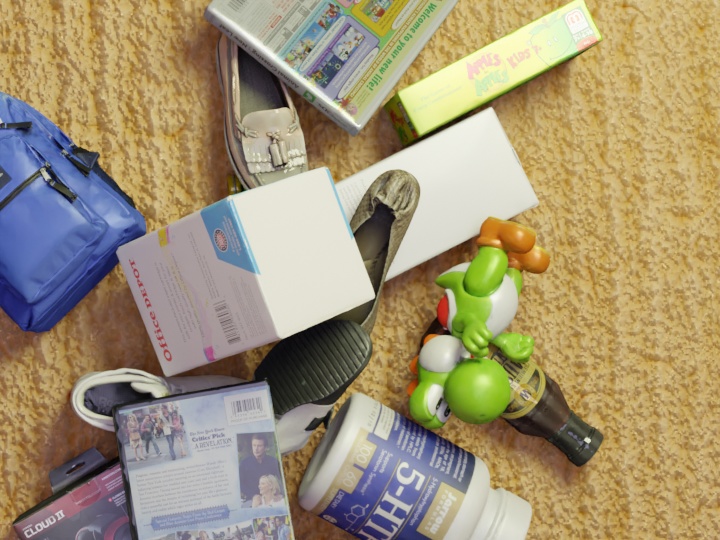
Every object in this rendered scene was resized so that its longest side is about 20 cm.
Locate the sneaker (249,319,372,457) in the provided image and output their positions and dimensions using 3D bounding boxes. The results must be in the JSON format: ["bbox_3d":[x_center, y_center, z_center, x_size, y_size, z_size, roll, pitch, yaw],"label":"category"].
[{"bbox_3d":[-0.061,0.120,1.449,0.200,0.088,0.074,-38,61,14],"label":"sneaker"}]

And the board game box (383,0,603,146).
[{"bbox_3d":[0.125,-0.190,1.510,0.199,0.102,0.048,-28,92,-7],"label":"board game box"}]

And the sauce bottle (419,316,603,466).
[{"bbox_3d":[0.150,0.112,1.526,0.200,0.066,0.066,38,85,-4],"label":"sauce bottle"}]

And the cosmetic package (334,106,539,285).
[{"bbox_3d":[0.056,-0.065,1.508,0.199,0.085,0.108,-25,93,-7],"label":"cosmetic package"}]

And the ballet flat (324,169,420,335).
[{"bbox_3d":[0.000,0.000,1.432,0.067,0.046,0.201,27,106,5],"label":"ballet flat"}]

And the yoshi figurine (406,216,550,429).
[{"bbox_3d":[0.120,0.060,1.442,0.112,0.112,0.201,28,80,-13],"label":"yoshi figurine"}]

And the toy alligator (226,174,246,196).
[{"bbox_3d":[-0.093,-0.033,1.505,0.059,0.054,0.201,-5,89,-6],"label":"toy alligator"}]

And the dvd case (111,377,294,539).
[{"bbox_3d":[-0.135,0.206,1.389,0.142,0.018,0.201,-10,87,0],"label":"dvd case"}]

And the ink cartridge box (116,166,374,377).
[{"bbox_3d":[-0.112,0.004,1.411,0.125,0.199,0.129,-22,93,-44],"label":"ink cartridge box"}]

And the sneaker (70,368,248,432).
[{"bbox_3d":[-0.172,0.131,1.463,0.199,0.116,0.074,4,87,-8],"label":"sneaker"}]

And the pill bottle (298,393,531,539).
[{"bbox_3d":[0.053,0.213,1.477,0.199,0.120,0.120,28,86,-5],"label":"pill bottle"}]

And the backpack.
[{"bbox_3d":[-0.313,-0.068,1.426,0.162,0.168,0.200,-44,87,-7],"label":"backpack"}]

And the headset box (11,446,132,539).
[{"bbox_3d":[-0.222,0.264,1.473,0.148,0.075,0.201,-31,93,-7],"label":"headset box"}]

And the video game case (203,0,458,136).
[{"bbox_3d":[-0.023,-0.252,1.498,0.182,0.022,0.200,38,61,-4],"label":"video game case"}]

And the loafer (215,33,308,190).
[{"bbox_3d":[-0.094,-0.151,1.473,0.071,0.063,0.201,-10,69,-17],"label":"loafer"}]
